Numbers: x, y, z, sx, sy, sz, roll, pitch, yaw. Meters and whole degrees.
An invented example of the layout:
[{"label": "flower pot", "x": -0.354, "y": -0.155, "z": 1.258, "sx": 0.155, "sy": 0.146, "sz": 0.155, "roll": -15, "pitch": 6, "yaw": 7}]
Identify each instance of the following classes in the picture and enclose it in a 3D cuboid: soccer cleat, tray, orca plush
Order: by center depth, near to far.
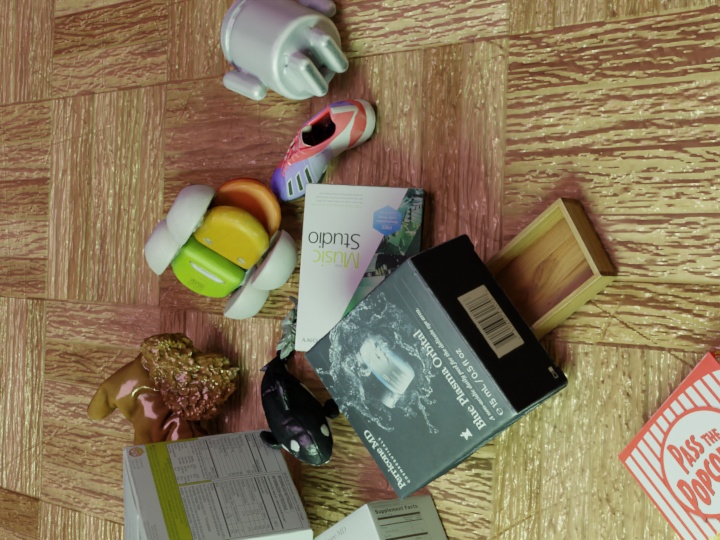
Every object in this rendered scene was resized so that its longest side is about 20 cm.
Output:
[{"label": "tray", "x": 0.181, "y": 0.021, "z": 1.418, "sx": 0.200, "sy": 0.037, "sz": 0.099, "roll": -43, "pitch": 59, "yaw": 36}, {"label": "orca plush", "x": -0.083, "y": 0.153, "z": 1.643, "sx": 0.201, "sy": 0.104, "sz": 0.071, "roll": -100, "pitch": -2, "yaw": -49}, {"label": "soccer cleat", "x": -0.065, "y": -0.153, "z": 1.654, "sx": 0.200, "sy": 0.073, "sz": 0.069, "roll": -36, "pitch": 65, "yaw": 41}]

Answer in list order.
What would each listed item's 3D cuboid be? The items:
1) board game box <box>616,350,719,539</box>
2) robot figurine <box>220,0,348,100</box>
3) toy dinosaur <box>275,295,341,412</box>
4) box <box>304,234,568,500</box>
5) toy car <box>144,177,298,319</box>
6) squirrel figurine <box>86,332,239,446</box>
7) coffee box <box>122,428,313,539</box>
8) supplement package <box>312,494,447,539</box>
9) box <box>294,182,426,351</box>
[{"label": "board game box", "x": 0.353, "y": 0.199, "z": 1.221, "sx": 0.200, "sy": 0.046, "sz": 0.152, "roll": 54, "pitch": 125, "yaw": 33}, {"label": "robot figurine", "x": -0.103, "y": -0.289, "z": 1.670, "sx": 0.170, "sy": 0.113, "sz": 0.200, "roll": -47, "pitch": 47, "yaw": -11}, {"label": "toy dinosaur", "x": -0.017, "y": 0.073, "z": 1.604, "sx": 0.135, "sy": 0.102, "sz": 0.202, "roll": 5, "pitch": 77, "yaw": 25}, {"label": "box", "x": 0.078, "y": 0.105, "z": 1.406, "sx": 0.200, "sy": 0.117, "sz": 0.197, "roll": -43, "pitch": 76, "yaw": 38}, {"label": "toy car", "x": -0.173, "y": -0.047, "z": 1.722, "sx": 0.200, "sy": 0.174, "sz": 0.151, "roll": -45, "pitch": 18, "yaw": 50}, {"label": "squirrel figurine", "x": -0.251, "y": 0.194, "z": 1.802, "sx": 0.187, "sy": 0.141, "sz": 0.201, "roll": 52, "pitch": 127, "yaw": 26}, {"label": "coffee box", "x": -0.178, "y": 0.342, "z": 1.607, "sx": 0.200, "sy": 0.196, "sz": 0.201, "roll": -122, "pitch": 31, "yaw": -54}, {"label": "supplement package", "x": 0.045, "y": 0.374, "z": 1.497, "sx": 0.114, "sy": 0.109, "sz": 0.201, "roll": -41, "pitch": 61, "yaw": 38}, {"label": "box", "x": 0.000, "y": 0.000, "z": 1.546, "sx": 0.143, "sy": 0.036, "sz": 0.202, "roll": 3, "pitch": 88, "yaw": 10}]
